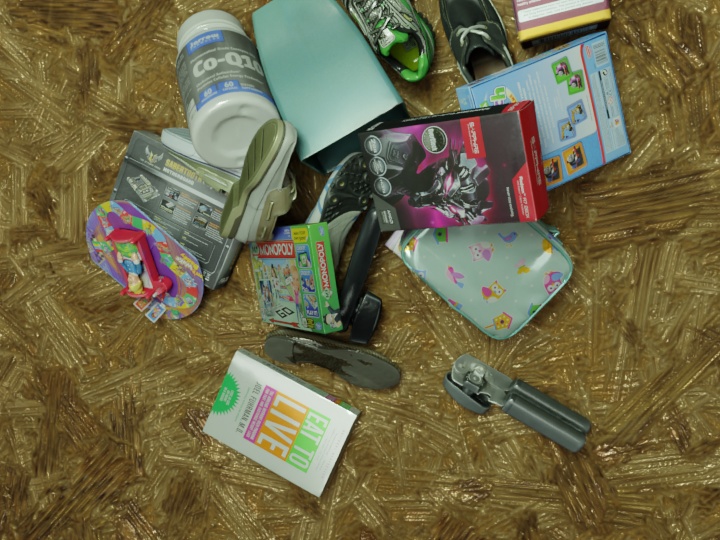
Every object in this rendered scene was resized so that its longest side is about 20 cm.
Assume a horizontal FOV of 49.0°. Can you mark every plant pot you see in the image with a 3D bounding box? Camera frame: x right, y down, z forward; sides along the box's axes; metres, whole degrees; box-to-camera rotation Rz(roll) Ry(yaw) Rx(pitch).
[{"bbox_3d":[-0.046,-0.249,1.004,0.141,0.141,0.201,-29,85,8],"label":"plant pot"}]

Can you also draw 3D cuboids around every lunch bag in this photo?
[{"bbox_3d":[0.162,-0.022,1.003,0.200,0.077,0.161,39,102,-12],"label":"lunch bag"}]

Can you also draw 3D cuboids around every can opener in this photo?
[{"bbox_3d":[0.206,0.183,1.064,0.199,0.053,0.067,30,136,7],"label":"can opener"},{"bbox_3d":[0.000,0.000,1.066,0.078,0.063,0.201,11,110,-6],"label":"can opener"}]

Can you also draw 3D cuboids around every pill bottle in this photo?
[{"bbox_3d":[-0.174,-0.236,1.011,0.113,0.114,0.201,-33,52,16],"label":"pill bottle"}]

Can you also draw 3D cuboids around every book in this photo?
[{"bbox_3d":[-0.114,0.217,1.146,0.199,0.048,0.134,25,99,11],"label":"book"}]

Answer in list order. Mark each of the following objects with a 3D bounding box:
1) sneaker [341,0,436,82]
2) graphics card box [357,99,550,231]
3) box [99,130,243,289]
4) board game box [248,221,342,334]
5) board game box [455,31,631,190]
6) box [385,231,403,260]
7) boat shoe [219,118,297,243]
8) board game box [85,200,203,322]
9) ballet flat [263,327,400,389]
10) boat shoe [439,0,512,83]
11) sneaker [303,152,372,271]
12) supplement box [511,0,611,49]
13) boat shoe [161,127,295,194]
[{"bbox_3d":[0.028,-0.312,0.946,0.078,0.086,0.200,-31,125,27],"label":"sneaker"},{"bbox_3d":[0.103,-0.114,0.892,0.199,0.051,0.126,-1,115,31],"label":"graphics card box"},{"bbox_3d":[-0.257,-0.087,1.129,0.199,0.048,0.159,25,102,9],"label":"box"},{"bbox_3d":[-0.091,0.007,1.044,0.029,0.200,0.136,-13,97,-29],"label":"board game box"},{"bbox_3d":[0.221,-0.176,0.935,0.199,0.037,0.152,-25,109,-19],"label":"board game box"},{"bbox_3d":[0.107,-0.100,1.043,0.041,0.039,0.200,39,105,4],"label":"box"},{"bbox_3d":[-0.112,-0.106,0.969,0.068,0.075,0.200,14,142,-21],"label":"boat shoe"},{"bbox_3d":[-0.316,-0.003,1.116,0.200,0.039,0.158,41,132,-5],"label":"board game box"},{"bbox_3d":[-0.038,0.117,1.111,0.198,0.046,0.068,12,124,9],"label":"ballet flat"},{"bbox_3d":[0.149,-0.280,0.980,0.071,0.068,0.201,-19,83,12],"label":"boat shoe"},{"bbox_3d":[-0.042,-0.071,1.060,0.071,0.073,0.201,11,115,-33],"label":"sneaker"},{"bbox_3d":[0.227,-0.382,0.947,0.110,0.086,0.202,-10,96,15],"label":"supplement box"},{"bbox_3d":[-0.181,-0.132,1.048,0.199,0.072,0.062,24,113,14],"label":"boat shoe"}]
